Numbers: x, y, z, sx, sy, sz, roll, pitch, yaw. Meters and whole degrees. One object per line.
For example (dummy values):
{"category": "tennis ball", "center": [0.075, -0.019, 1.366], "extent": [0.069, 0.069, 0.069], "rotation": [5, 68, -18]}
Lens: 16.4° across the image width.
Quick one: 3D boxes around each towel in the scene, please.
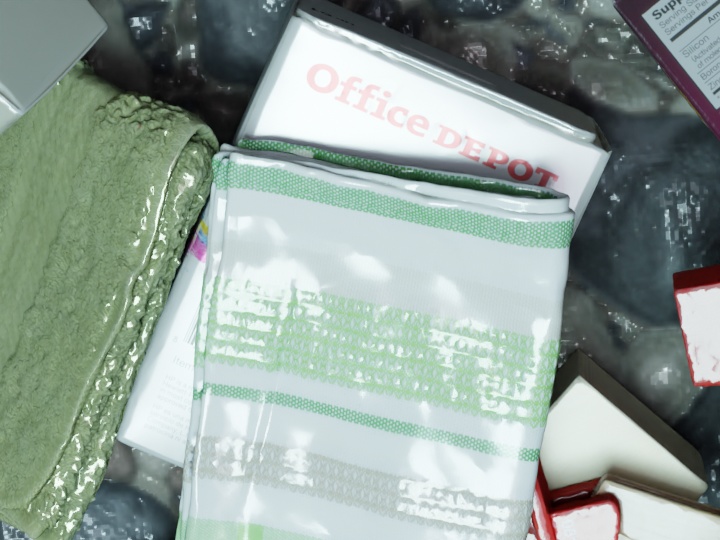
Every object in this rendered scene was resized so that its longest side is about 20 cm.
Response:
{"category": "towel", "center": [0.001, 0.055, 1.006], "extent": [0.149, 0.031, 0.200], "rotation": [10, 102, 12]}
{"category": "towel", "center": [-0.141, 0.005, 1.060], "extent": [0.148, 0.036, 0.200], "rotation": [30, 106, 34]}

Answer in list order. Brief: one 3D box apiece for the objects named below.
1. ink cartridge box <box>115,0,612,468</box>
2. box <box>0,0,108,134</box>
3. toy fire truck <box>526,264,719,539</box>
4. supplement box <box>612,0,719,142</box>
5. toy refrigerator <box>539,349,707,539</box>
{"category": "ink cartridge box", "center": [0.000, 0.000, 1.066], "extent": [0.144, 0.085, 0.200], "rotation": [23, 104, -4]}
{"category": "box", "center": [-0.205, -0.057, 1.017], "extent": [0.200, 0.095, 0.078], "rotation": [-36, 102, 34]}
{"category": "toy fire truck", "center": [0.119, 0.109, 1.038], "extent": [0.141, 0.049, 0.200], "rotation": [-15, 97, 8]}
{"category": "supplement box", "center": [0.201, -0.049, 0.997], "extent": [0.086, 0.110, 0.200], "rotation": [-39, 70, 9]}
{"category": "toy refrigerator", "center": [0.059, 0.137, 1.108], "extent": [0.076, 0.070, 0.200], "rotation": [40, 100, -3]}
